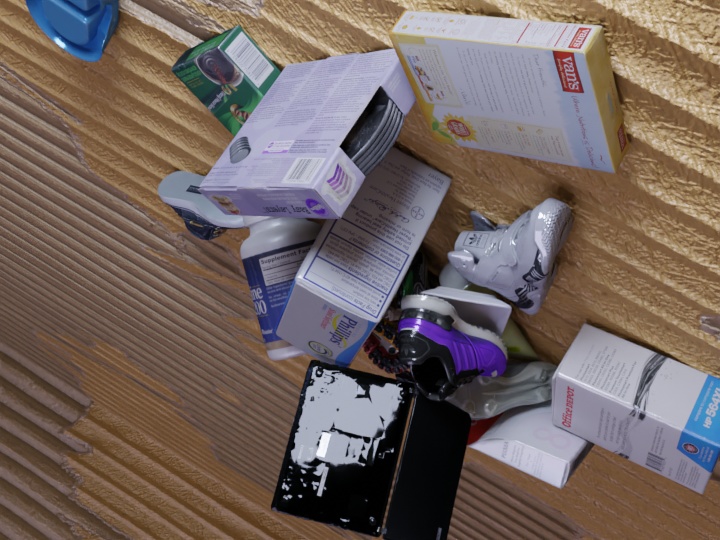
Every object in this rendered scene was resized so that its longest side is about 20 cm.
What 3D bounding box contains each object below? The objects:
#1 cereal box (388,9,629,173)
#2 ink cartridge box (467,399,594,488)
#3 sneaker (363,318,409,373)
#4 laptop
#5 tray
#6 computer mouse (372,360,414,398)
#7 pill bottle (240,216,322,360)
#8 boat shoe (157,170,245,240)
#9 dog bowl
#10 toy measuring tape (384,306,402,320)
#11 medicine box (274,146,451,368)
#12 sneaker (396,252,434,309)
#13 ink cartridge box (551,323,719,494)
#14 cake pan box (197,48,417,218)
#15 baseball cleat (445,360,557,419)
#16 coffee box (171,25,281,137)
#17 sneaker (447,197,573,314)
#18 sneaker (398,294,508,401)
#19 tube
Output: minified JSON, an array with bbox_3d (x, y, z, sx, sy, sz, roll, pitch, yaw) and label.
[{"bbox_3d":[0.135,-0.163,0.933,0.199,0.040,0.144,15,150,35],"label":"cereal box"},{"bbox_3d":[0.205,0.192,1.350,0.199,0.162,0.057,25,120,22],"label":"ink cartridge box"},{"bbox_3d":[0.007,0.073,1.468,0.200,0.078,0.082,43,-162,19],"label":"sneaker"},{"bbox_3d":[0.018,0.220,1.199,0.199,0.178,0.103,12,162,7],"label":"laptop"},{"bbox_3d":[0.119,0.063,1.245,0.107,0.022,0.200,10,158,4],"label":"tray"},{"bbox_3d":[0.065,0.164,1.545,0.058,0.034,0.200,23,174,32],"label":"computer mouse"},{"bbox_3d":[-0.088,0.004,1.303,0.111,0.110,0.201,-14,91,59],"label":"pill bottle"},{"bbox_3d":[-0.198,-0.082,1.464,0.200,0.071,0.091,21,154,42],"label":"boat shoe"},{"bbox_3d":[-0.333,-0.326,1.202,0.111,0.050,0.200,34,156,1],"label":"dog bowl"},{"bbox_3d":[0.000,0.000,1.330,0.074,0.074,0.200,52,169,-34],"label":"toy measuring tape"},{"bbox_3d":[0.000,-0.014,1.174,0.103,0.201,0.182,29,155,0],"label":"medicine box"},{"bbox_3d":[0.096,0.049,1.349,0.085,0.078,0.201,-11,133,12],"label":"sneaker"},{"bbox_3d":[0.334,0.163,1.224,0.199,0.084,0.146,25,154,22],"label":"ink cartridge box"},{"bbox_3d":[-0.047,-0.137,1.034,0.199,0.185,0.052,3,146,47],"label":"cake pan box"},{"bbox_3d":[0.163,0.152,1.333,0.199,0.070,0.106,2,177,-30],"label":"baseball cleat"},{"bbox_3d":[-0.114,-0.184,1.196,0.200,0.044,0.123,47,152,-26],"label":"coffee box"},{"bbox_3d":[0.157,-0.026,1.110,0.114,0.075,0.200,24,157,14],"label":"sneaker"},{"bbox_3d":[0.101,0.107,1.191,0.069,0.100,0.200,-6,154,37],"label":"sneaker"},{"bbox_3d":[0.160,0.060,1.301,0.200,0.052,0.058,52,-177,-46],"label":"tube"}]
